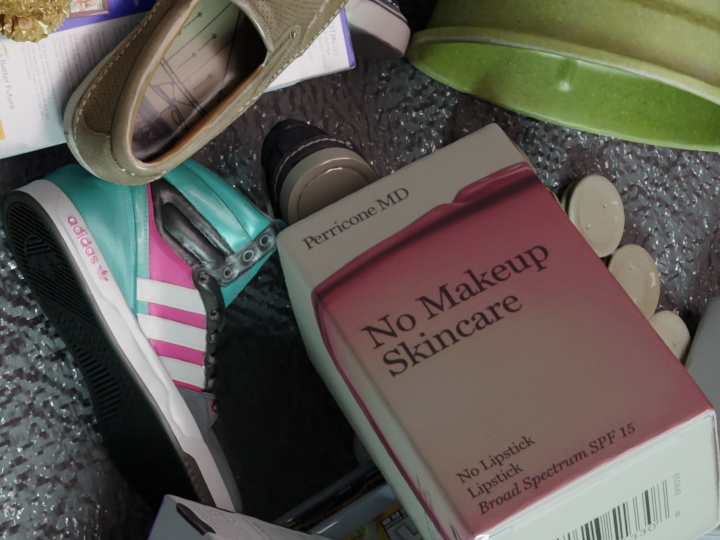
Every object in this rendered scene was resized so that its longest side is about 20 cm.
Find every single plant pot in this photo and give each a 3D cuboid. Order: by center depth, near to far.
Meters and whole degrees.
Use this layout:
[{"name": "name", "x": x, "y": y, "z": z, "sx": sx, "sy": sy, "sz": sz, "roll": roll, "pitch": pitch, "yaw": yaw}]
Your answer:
[{"name": "plant pot", "x": 0.142, "y": -0.180, "z": 1.263, "sx": 0.200, "sy": 0.200, "sz": 0.184, "roll": 19, "pitch": 82, "yaw": -41}]

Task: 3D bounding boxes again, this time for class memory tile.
[{"name": "memory tile", "x": 0.119, "y": 0.055, "z": 1.366, "sx": 0.200, "sy": 0.017, "sz": 0.153, "roll": -48, "pitch": 118, "yaw": -36}]

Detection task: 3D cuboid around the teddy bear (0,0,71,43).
[{"name": "teddy bear", "x": -0.209, "y": -0.161, "z": 1.006, "sx": 0.200, "sy": 0.067, "sz": 0.145, "roll": 32, "pitch": 73, "yaw": -13}]

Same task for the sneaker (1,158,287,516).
[{"name": "sneaker", "x": -0.080, "y": 0.025, "z": 1.137, "sx": 0.121, "sy": 0.084, "sz": 0.200, "roll": -33, "pitch": 108, "yaw": -30}]

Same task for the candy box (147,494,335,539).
[{"name": "candy box", "x": -0.025, "y": 0.216, "z": 1.112, "sx": 0.200, "sy": 0.072, "sz": 0.168, "roll": 19, "pitch": 96, "yaw": -28}]

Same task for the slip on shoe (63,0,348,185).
[{"name": "slip on shoe", "x": -0.054, "y": -0.119, "z": 1.073, "sx": 0.200, "sy": 0.061, "sz": 0.076, "roll": -45, "pitch": 111, "yaw": -12}]

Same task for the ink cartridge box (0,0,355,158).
[{"name": "ink cartridge box", "x": -0.105, "y": -0.119, "z": 1.102, "sx": 0.200, "sy": 0.037, "sz": 0.095, "roll": -15, "pitch": 103, "yaw": -19}]

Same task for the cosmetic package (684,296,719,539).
[{"name": "cosmetic package", "x": 0.299, "y": 0.134, "z": 1.418, "sx": 0.200, "sy": 0.166, "sz": 0.167, "roll": 41, "pitch": 61, "yaw": -38}]

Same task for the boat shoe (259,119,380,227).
[{"name": "boat shoe", "x": 0.000, "y": 0.000, "z": 1.219, "sx": 0.073, "sy": 0.063, "sz": 0.200, "roll": -32, "pitch": 133, "yaw": -7}]

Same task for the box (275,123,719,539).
[{"name": "box", "x": 0.064, "y": 0.051, "z": 1.102, "sx": 0.128, "sy": 0.200, "sz": 0.109, "roll": -28, "pitch": 145, "yaw": -9}]

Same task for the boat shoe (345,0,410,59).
[{"name": "boat shoe", "x": -0.043, "y": -0.181, "z": 1.190, "sx": 0.200, "sy": 0.075, "sz": 0.093, "roll": 24, "pitch": 78, "yaw": -39}]

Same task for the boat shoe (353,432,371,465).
[{"name": "boat shoe", "x": 0.080, "y": 0.108, "z": 1.264, "sx": 0.200, "sy": 0.064, "sz": 0.071, "roll": 4, "pitch": 42, "yaw": -30}]

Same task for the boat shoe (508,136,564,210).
[{"name": "boat shoe", "x": 0.098, "y": 0.016, "z": 1.274, "sx": 0.069, "sy": 0.074, "sz": 0.200, "roll": 34, "pitch": 37, "yaw": -45}]

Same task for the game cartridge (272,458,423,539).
[{"name": "game cartridge", "x": 0.006, "y": 0.169, "z": 1.174, "sx": 0.200, "sy": 0.042, "sz": 0.133, "roll": -32, "pitch": 111, "yaw": -13}]
